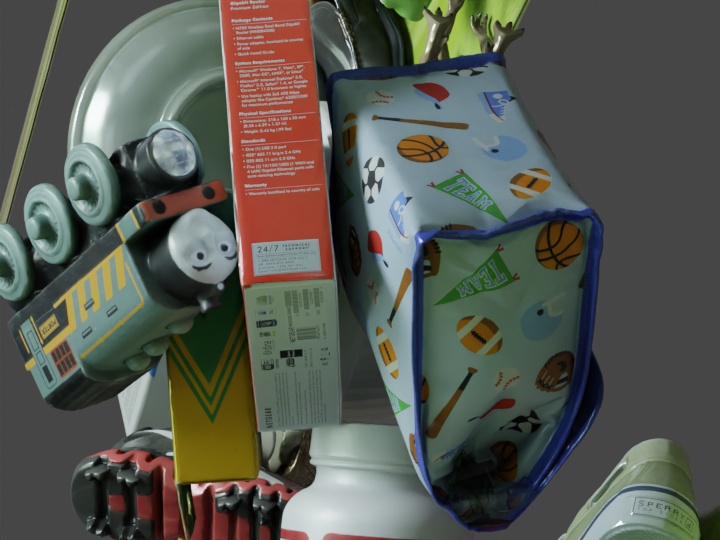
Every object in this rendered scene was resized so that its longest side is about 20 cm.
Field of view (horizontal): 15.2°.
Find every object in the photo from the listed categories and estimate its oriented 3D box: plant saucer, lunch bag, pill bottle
[{"bbox_3d":[-0.088,-0.076,1.733,0.050,0.199,0.201,6,91,64],"label":"plant saucer"},{"bbox_3d":[0.054,0.013,1.423,0.170,0.123,0.201,-114,22,-53],"label":"lunch bag"},{"bbox_3d":[0.007,0.188,1.539,0.112,0.112,0.201,176,99,-71],"label":"pill bottle"}]

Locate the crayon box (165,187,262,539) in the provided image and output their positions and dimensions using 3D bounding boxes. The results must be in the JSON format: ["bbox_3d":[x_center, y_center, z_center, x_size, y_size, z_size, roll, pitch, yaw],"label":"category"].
[{"bbox_3d":[-0.088,0.053,1.591,0.127,0.051,0.201,-135,41,-88],"label":"crayon box"}]

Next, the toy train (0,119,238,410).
[{"bbox_3d":[-0.135,-0.002,1.494,0.200,0.085,0.114,-37,77,49],"label":"toy train"}]

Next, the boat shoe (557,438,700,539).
[{"bbox_3d":[0.118,0.159,1.319,0.200,0.072,0.062,-59,7,46],"label":"boat shoe"}]

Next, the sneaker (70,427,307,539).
[{"bbox_3d":[-0.083,0.147,1.757,0.098,0.200,0.071,-50,-31,-58],"label":"sneaker"}]

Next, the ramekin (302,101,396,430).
[{"bbox_3d":[0.000,0.000,1.635,0.202,0.094,0.203,-175,90,-72],"label":"ramekin"}]

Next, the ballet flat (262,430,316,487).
[{"bbox_3d":[-0.052,0.060,1.803,0.065,0.070,0.201,-19,-69,-68],"label":"ballet flat"}]

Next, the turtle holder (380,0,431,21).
[{"bbox_3d":[0.024,-0.235,1.542,0.186,0.141,0.132,-45,42,41],"label":"turtle holder"}]

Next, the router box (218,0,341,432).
[{"bbox_3d":[-0.042,-0.032,1.456,0.200,0.049,0.180,88,176,-65],"label":"router box"}]

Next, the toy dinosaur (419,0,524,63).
[{"bbox_3d":[0.051,-0.099,1.545,0.200,0.058,0.101,-66,-7,-61],"label":"toy dinosaur"}]

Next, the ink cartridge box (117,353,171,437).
[{"bbox_3d":[-0.137,0.019,2.046,0.200,0.084,0.146,-109,30,-51],"label":"ink cartridge box"}]

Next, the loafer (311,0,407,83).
[{"bbox_3d":[-0.014,-0.153,1.747,0.073,0.072,0.201,129,141,-58],"label":"loafer"}]
